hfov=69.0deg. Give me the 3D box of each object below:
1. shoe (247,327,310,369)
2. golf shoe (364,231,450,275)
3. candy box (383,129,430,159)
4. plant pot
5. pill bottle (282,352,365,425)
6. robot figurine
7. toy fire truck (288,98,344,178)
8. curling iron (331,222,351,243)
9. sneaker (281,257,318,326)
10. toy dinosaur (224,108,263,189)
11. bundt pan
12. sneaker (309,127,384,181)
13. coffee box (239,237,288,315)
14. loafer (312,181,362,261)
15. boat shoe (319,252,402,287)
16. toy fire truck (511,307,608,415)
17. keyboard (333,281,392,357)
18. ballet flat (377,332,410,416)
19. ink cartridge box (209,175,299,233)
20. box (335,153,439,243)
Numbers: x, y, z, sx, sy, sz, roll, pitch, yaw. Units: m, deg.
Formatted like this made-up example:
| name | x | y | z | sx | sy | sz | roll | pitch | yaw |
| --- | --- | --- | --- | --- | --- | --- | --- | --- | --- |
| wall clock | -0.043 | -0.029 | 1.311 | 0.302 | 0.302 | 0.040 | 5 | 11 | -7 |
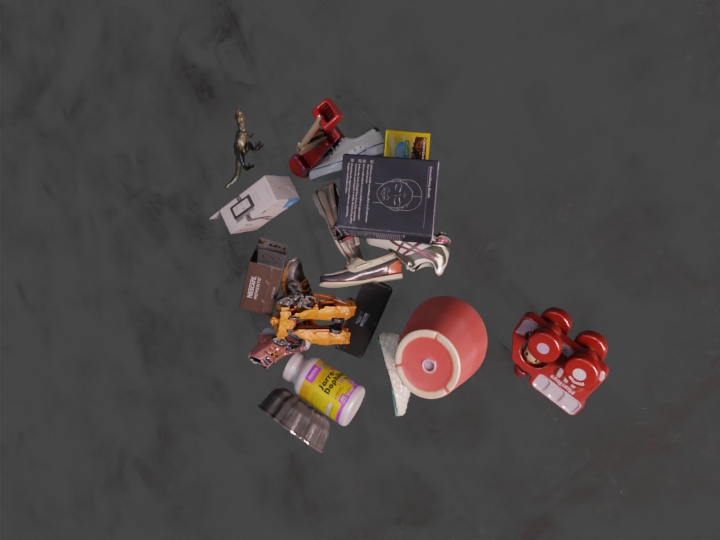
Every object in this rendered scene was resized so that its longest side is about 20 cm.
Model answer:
| name | x | y | z | sx | sy | sz | roll | pitch | yaw |
| --- | --- | --- | --- | --- | --- | --- | --- | --- | --- |
| shoe | -0.204 | 0.197 | 1.291 | 0.197 | 0.092 | 0.072 | -3 | 136 | 50 |
| golf shoe | 0.098 | -0.047 | 1.147 | 0.194 | 0.077 | 0.091 | 8 | 84 | 15 |
| candy box | 0.094 | -0.198 | 1.145 | 0.099 | 0.026 | 0.206 | 4 | 98 | -1 |
| plant pot | 0.164 | 0.173 | 1.122 | 0.195 | 0.177 | 0.207 | 4 | 101 | 21 |
| pill bottle | -0.093 | 0.285 | 1.291 | 0.197 | 0.104 | 0.106 | 29 | 109 | 16 |
| robot figurine | -0.113 | 0.114 | 1.195 | 0.195 | 0.058 | 0.149 | 5 | 110 | -20 |
| toy fire truck | -0.102 | -0.287 | 1.175 | 0.199 | 0.141 | 0.049 | -42 | 83 | 23 |
| curling iron | 0.024 | -0.118 | 1.174 | 0.196 | 0.026 | 0.050 | -24 | 123 | 0 |
| sneaker | -0.145 | 0.066 | 1.296 | 0.075 | 0.078 | 0.206 | 3 | 110 | 21 |
| toy dinosaur | -0.292 | -0.294 | 1.310 | 0.087 | 0.047 | 0.205 | 23 | 108 | 33 |
| bundt pan | -0.155 | 0.360 | 1.297 | 0.199 | 0.203 | 0.077 | 31 | 75 | 16 |
| sneaker | -0.032 | -0.262 | 1.196 | 0.195 | 0.073 | 0.073 | -19 | 83 | 16 |
| coffee box | -0.226 | 0.010 | 1.242 | 0.078 | 0.201 | 0.116 | 14 | 106 | -9 |
| loafer | -0.043 | -0.111 | 1.223 | 0.062 | 0.072 | 0.203 | -31 | 83 | 18 |
| boat shoe | 0.000 | 0.000 | 1.187 | 0.194 | 0.071 | 0.064 | -8 | 87 | -9 |
| toy fire truck | 0.394 | 0.187 | 1.072 | 0.198 | 0.112 | 0.170 | 35 | 129 | 15 |
| keyboard | -0.004 | 0.106 | 1.269 | 0.102 | 0.040 | 0.204 | 22 | 107 | -6 |
| ballet flat | 0.090 | 0.242 | 1.228 | 0.070 | 0.072 | 0.206 | -12 | 95 | 24 |
| ink cartridge box | -0.259 | -0.151 | 1.281 | 0.197 | 0.116 | 0.069 | -30 | 86 | 25 |
| box | 0.057 | -0.144 | 1.071 | 0.194 | 0.107 | 0.153 | 6 | 86 | 6 |
